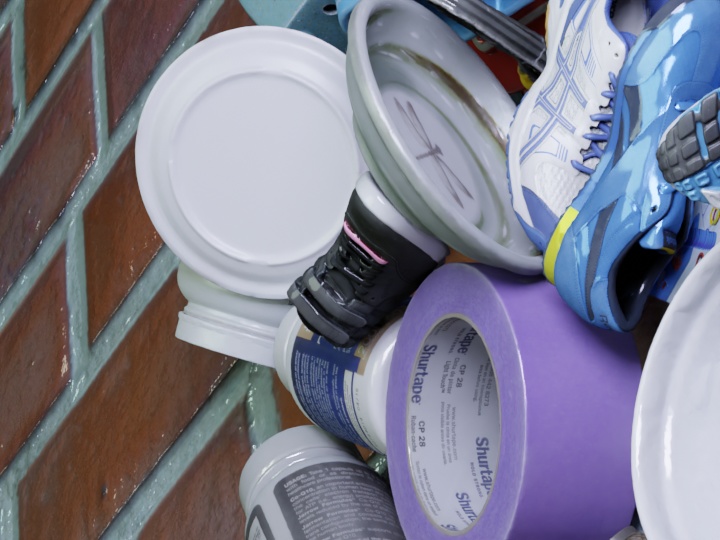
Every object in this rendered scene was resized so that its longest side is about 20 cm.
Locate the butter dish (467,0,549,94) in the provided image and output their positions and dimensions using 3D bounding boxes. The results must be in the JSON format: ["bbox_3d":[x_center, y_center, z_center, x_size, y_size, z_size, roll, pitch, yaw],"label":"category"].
[{"bbox_3d":[0.127,-0.250,1.635,0.200,0.148,0.200,57,148,-2],"label":"butter dish"}]

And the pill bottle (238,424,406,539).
[{"bbox_3d":[-0.017,0.201,1.688,0.114,0.113,0.200,-63,28,22],"label":"pill bottle"}]

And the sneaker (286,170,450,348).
[{"bbox_3d":[0.000,0.000,1.553,0.099,0.071,0.200,-43,-9,-3],"label":"sneaker"}]

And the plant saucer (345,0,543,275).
[{"bbox_3d":[0.047,-0.075,1.487,0.050,0.200,0.201,-35,43,24],"label":"plant saucer"}]

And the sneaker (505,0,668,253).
[{"bbox_3d":[0.144,-0.105,1.455,0.088,0.075,0.201,-13,65,61],"label":"sneaker"}]

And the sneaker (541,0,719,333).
[{"bbox_3d":[0.174,-0.059,1.391,0.078,0.066,0.201,41,113,49],"label":"sneaker"}]

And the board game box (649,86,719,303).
[{"bbox_3d":[0.213,-0.077,1.451,0.196,0.056,0.201,26,100,63],"label":"board game box"}]

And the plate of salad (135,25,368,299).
[{"bbox_3d":[-0.065,-0.079,1.757,0.201,0.199,0.048,-65,-4,18],"label":"plate of salad"}]

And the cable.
[{"bbox_3d":[0.110,-0.124,1.534,0.097,0.200,0.050,41,104,35],"label":"cable"}]

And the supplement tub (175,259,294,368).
[{"bbox_3d":[-0.057,-0.030,1.860,0.145,0.145,0.201,15,90,64],"label":"supplement tub"}]

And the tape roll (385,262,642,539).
[{"bbox_3d":[0.093,0.096,1.515,0.200,0.084,0.202,-179,90,-66],"label":"tape roll"}]

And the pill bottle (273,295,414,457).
[{"bbox_3d":[0.014,0.068,1.701,0.200,0.110,0.112,15,89,64],"label":"pill bottle"}]

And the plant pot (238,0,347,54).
[{"bbox_3d":[0.008,-0.260,1.790,0.196,0.195,0.201,-48,37,48],"label":"plant pot"}]

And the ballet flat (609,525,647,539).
[{"bbox_3d":[0.119,0.241,1.445,0.046,0.067,0.200,40,103,22],"label":"ballet flat"}]

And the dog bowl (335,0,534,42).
[{"bbox_3d":[0.054,-0.191,1.537,0.200,0.111,0.050,-25,58,58],"label":"dog bowl"}]

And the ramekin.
[{"bbox_3d":[0.239,0.079,1.258,0.200,0.104,0.201,-40,42,50],"label":"ramekin"}]

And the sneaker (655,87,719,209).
[{"bbox_3d":[0.245,-0.088,1.290,0.087,0.199,0.075,-139,30,-73],"label":"sneaker"}]

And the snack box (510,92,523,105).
[{"bbox_3d":[0.069,-0.096,1.678,0.037,0.116,0.201,-56,32,30],"label":"snack box"}]
